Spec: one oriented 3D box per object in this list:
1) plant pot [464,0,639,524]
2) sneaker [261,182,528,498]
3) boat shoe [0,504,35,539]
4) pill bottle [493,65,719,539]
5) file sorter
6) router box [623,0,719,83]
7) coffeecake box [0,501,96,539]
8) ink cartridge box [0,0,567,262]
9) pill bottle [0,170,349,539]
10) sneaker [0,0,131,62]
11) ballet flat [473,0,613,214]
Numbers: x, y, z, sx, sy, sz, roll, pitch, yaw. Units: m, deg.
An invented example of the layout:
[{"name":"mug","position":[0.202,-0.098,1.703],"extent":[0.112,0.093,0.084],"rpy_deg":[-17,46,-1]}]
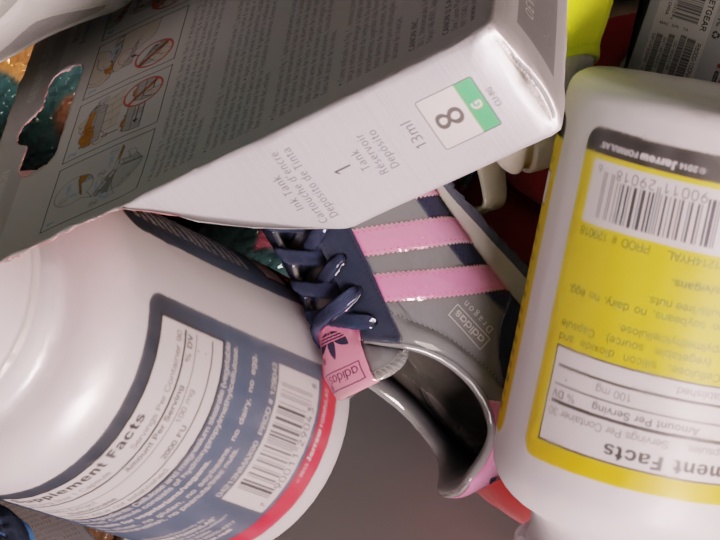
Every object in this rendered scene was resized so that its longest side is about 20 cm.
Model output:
[{"name":"plant pot","position":[0.134,-0.005,0.992],"extent":[0.200,0.200,0.183],"rpy_deg":[-20,132,-31]},{"name":"sneaker","position":[0.000,0.000,0.879],"extent":[0.070,0.200,0.082],"rpy_deg":[-33,-163,54]},{"name":"boat shoe","position":[-0.213,0.134,0.836],"extent":[0.199,0.084,0.069],"rpy_deg":[-27,143,6]},{"name":"pill bottle","position":[0.109,0.035,0.836],"extent":[0.111,0.111,0.201],"rpy_deg":[1,106,-44]},{"name":"file sorter","position":[0.003,0.140,1.043],"extent":[0.199,0.139,0.125],"rpy_deg":[-10,131,-38]},{"name":"router box","position":[0.161,-0.184,0.909],"extent":[0.157,0.052,0.201],"rpy_deg":[-68,175,-60]},{"name":"coffeecake box","position":[-0.124,0.190,0.912],"extent":[0.073,0.200,0.154],"rpy_deg":[-17,132,-33]},{"name":"ink cartridge box","position":[-0.027,-0.065,0.752],"extent":[0.199,0.161,0.050],"rpy_deg":[-26,121,23]},{"name":"pill bottle","position":[-0.105,0.030,0.858],"extent":[0.120,0.120,0.200],"rpy_deg":[-53,141,8]},{"name":"sneaker","position":[-0.081,-0.135,0.777],"extent":[0.200,0.074,0.089],"rpy_deg":[-34,165,3]},{"name":"ballet flat","position":[0.047,-0.061,0.889],"extent":[0.067,0.067,0.200],"rpy_deg":[-15,168,-34]}]
